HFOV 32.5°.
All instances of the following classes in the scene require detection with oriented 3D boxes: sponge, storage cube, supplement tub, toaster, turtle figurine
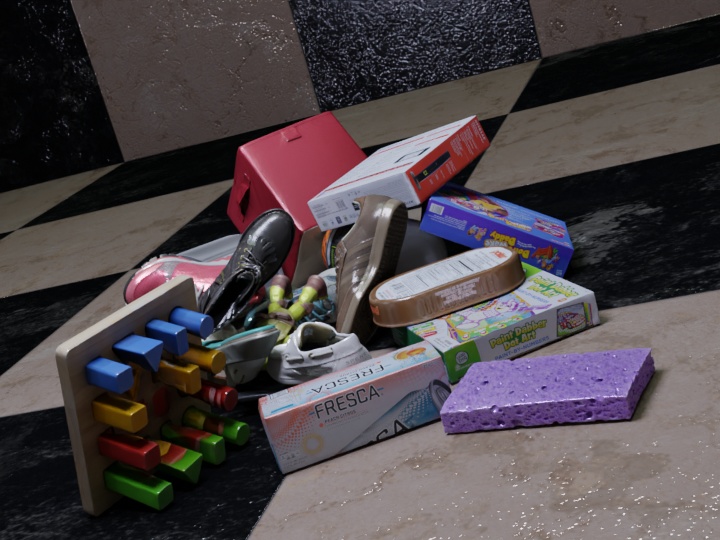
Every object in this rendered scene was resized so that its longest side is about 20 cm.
[{"bbox_3d":[0.190,0.121,1.253,0.198,0.030,0.112,-8,18,28],"label":"sponge"},{"bbox_3d":[-0.078,-0.104,1.903,0.199,0.180,0.172,-24,-27,-28],"label":"storage cube"},{"bbox_3d":[0.028,-0.020,1.725,0.122,0.124,0.200,-23,18,-21],"label":"supplement tub"},{"bbox_3d":[-0.200,0.012,1.864,0.128,0.115,0.199,-26,15,-26],"label":"toaster"},{"bbox_3d":[-0.111,0.073,1.581,0.198,0.065,0.162,-12,36,30],"label":"turtle figurine"}]

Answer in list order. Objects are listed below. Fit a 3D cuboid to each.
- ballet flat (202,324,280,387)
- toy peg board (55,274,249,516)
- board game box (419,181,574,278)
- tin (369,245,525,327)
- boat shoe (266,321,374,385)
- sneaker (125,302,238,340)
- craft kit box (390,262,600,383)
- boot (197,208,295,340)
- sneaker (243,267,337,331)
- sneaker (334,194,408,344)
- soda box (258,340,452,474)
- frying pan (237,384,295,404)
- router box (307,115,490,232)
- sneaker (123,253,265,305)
[{"bbox_3d":[-0.152,0.109,1.494,0.067,0.064,0.199,-13,-2,-37],"label":"ballet flat"},{"bbox_3d":[-0.208,0.140,1.326,0.097,0.201,0.200,12,29,30],"label":"toy peg board"},{"bbox_3d":[0.180,-0.060,1.655,0.198,0.045,0.135,19,18,-1],"label":"board game box"},{"bbox_3d":[0.106,0.018,1.526,0.198,0.042,0.112,-19,20,-8],"label":"tin"},{"bbox_3d":[-0.051,0.090,1.422,0.071,0.070,0.199,-30,16,-32],"label":"boat shoe"},{"bbox_3d":[-0.249,0.098,1.732,0.199,0.085,0.075,25,27,31],"label":"sneaker"},{"bbox_3d":[0.155,0.057,1.483,0.196,0.049,0.200,-18,16,-15],"label":"craft kit box"},{"bbox_3d":[-0.142,0.005,1.583,0.201,0.069,0.174,-55,8,-5],"label":"boot"},{"bbox_3d":[-0.075,0.059,1.683,0.199,0.078,0.086,-17,19,37],"label":"sneaker"},{"bbox_3d":[0.000,0.000,1.593,0.075,0.202,0.070,17,-6,33],"label":"sneaker"},{"bbox_3d":[-0.004,0.143,1.305,0.198,0.069,0.064,-19,16,-5],"label":"soda box"},{"bbox_3d":[-0.072,0.145,1.435,0.189,0.031,0.115,-22,14,-6],"label":"frying pan"},{"bbox_3d":[0.052,-0.132,1.698,0.199,0.049,0.179,-14,20,47],"label":"router box"},{"bbox_3d":[-0.223,0.023,1.693,0.198,0.074,0.087,-7,26,-20],"label":"sneaker"}]
